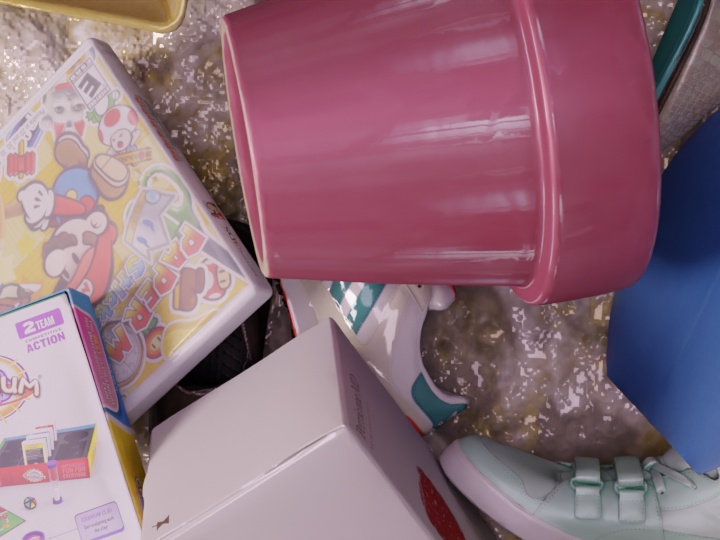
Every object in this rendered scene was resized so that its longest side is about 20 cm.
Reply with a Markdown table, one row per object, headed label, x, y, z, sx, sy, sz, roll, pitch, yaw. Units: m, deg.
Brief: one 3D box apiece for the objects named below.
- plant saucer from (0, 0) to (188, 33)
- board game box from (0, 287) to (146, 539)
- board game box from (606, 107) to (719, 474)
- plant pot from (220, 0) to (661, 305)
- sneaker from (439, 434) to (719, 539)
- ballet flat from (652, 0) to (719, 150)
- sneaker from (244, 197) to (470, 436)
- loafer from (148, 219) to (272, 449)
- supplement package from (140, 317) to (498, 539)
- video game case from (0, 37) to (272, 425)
| label | x | y | z | sx | sy | sz | roll | pitch | yaw |
| --- | --- | --- | --- | --- | --- | --- | --- | --- | --- |
| plant saucer | -0.171 | -0.244 | 0.924 | 0.200 | 0.048 | 0.200 | 12 | 93 | 10 |
| board game box | -0.183 | 0.128 | 0.837 | 0.153 | 0.040 | 0.200 | -19 | 82 | 4 |
| board game box | 0.190 | 0.011 | 0.808 | 0.039 | 0.200 | 0.158 | 18 | 104 | -19 |
| plant pot | 0.030 | -0.073 | 0.794 | 0.179 | 0.200 | 0.200 | -10 | 89 | -7 |
| sneaker | 0.149 | 0.099 | 0.859 | 0.200 | 0.074 | 0.118 | 22 | 101 | -1 |
| ballet flat | 0.199 | -0.146 | 0.854 | 0.062 | 0.067 | 0.200 | 19 | 94 | -1 |
| sneaker | 0.000 | 0.000 | 0.892 | 0.093 | 0.070 | 0.200 | -17 | 90 | 3 |
| loafer | -0.089 | 0.072 | 0.902 | 0.073 | 0.071 | 0.200 | -1 | 90 | 10 |
| supplement package | -0.004 | 0.150 | 0.827 | 0.120 | 0.121 | 0.200 | -32 | 112 | 10 |
| video game case | -0.166 | 0.005 | 0.899 | 0.200 | 0.023 | 0.182 | -42 | 68 | 17 |
